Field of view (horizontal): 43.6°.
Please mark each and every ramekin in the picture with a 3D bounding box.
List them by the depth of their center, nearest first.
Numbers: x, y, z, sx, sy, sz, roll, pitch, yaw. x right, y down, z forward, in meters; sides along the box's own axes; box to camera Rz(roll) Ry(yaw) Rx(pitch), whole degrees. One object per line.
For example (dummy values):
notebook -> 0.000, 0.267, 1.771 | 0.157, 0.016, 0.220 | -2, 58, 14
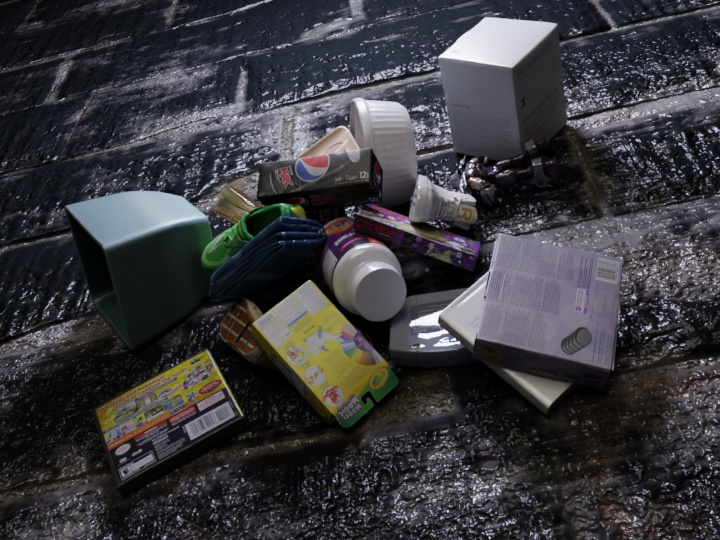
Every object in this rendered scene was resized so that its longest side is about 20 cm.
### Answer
ramekin -> 0.040, -0.206, 1.597 | 0.092, 0.206, 0.204 | -7, 35, -7

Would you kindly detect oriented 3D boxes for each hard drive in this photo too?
hard drive -> 0.220, 0.089, 1.232 | 0.131, 0.027, 0.199 | -36, 59, -25

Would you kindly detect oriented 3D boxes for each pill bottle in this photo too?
pill bottle -> 0.000, 0.000, 1.384 | 0.109, 0.113, 0.200 | -23, 27, -9

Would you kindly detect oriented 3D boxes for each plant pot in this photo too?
plant pot -> -0.354, -0.026, 1.522 | 0.197, 0.200, 0.195 | -25, 36, -26

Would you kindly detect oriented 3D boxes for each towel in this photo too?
towel -> -0.146, -0.013, 1.420 | 0.199, 0.110, 0.049 | -37, 66, 36

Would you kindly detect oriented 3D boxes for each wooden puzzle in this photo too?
wooden puzzle -> -0.074, -0.159, 1.575 | 0.184, 0.047, 0.201 | -36, 27, 6

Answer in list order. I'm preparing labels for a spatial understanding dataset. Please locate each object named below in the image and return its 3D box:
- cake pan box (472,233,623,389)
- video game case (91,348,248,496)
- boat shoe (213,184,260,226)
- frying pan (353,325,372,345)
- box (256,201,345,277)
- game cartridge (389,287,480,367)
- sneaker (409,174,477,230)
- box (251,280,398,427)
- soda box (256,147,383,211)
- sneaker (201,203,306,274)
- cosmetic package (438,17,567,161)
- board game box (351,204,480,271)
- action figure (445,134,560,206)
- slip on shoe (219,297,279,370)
cake pan box -> 0.256, 0.047, 1.217 | 0.180, 0.053, 0.203 | 12, 52, 8
video game case -> -0.281, 0.215, 1.315 | 0.197, 0.026, 0.181 | -27, 38, -13
boat shoe -> -0.181, -0.075, 1.545 | 0.199, 0.071, 0.065 | 38, 97, 39
frying pan -> -0.046, 0.096, 1.378 | 0.112, 0.031, 0.192 | -17, 39, -3
box -> -0.118, -0.070, 1.599 | 0.194, 0.050, 0.202 | -15, 37, 1
game cartridge -> 0.140, 0.082, 1.316 | 0.195, 0.041, 0.135 | -8, 34, 11
sneaker -> 0.139, -0.107, 1.464 | 0.113, 0.075, 0.200 | 15, 11, 3
box -> -0.049, 0.123, 1.271 | 0.117, 0.049, 0.200 | -36, 70, -26
soda box -> -0.065, -0.141, 1.447 | 0.195, 0.071, 0.065 | -6, 64, 17
sneaker -> -0.182, -0.060, 1.445 | 0.197, 0.083, 0.075 | -28, 66, 18
cosmetic package -> 0.264, -0.331, 1.658 | 0.164, 0.203, 0.167 | 19, 49, 38
board game box -> 0.090, -0.054, 1.411 | 0.196, 0.033, 0.120 | 20, 10, 5
action figure -> 0.244, -0.168, 1.574 | 0.195, 0.070, 0.132 | -12, 44, 13
slip on shoe -> -0.163, 0.100, 1.393 | 0.077, 0.060, 0.199 | -54, 26, -5
